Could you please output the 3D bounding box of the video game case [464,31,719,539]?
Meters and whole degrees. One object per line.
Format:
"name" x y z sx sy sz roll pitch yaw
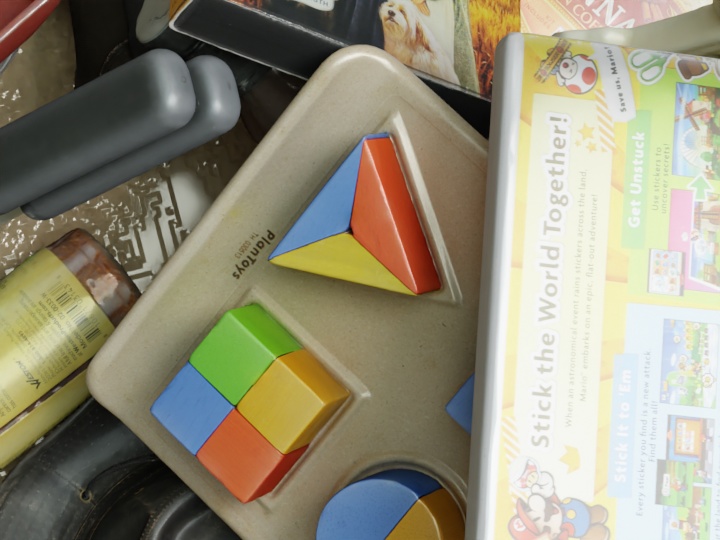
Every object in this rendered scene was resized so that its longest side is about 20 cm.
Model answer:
"video game case" 0.131 0.023 0.897 0.182 0.023 0.200 6 79 -12

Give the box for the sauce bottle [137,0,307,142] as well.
"sauce bottle" 0.000 -0.063 1.031 0.200 0.065 0.065 33 78 -27

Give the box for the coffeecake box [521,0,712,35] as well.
"coffeecake box" 0.139 -0.135 1.115 0.154 0.073 0.200 44 78 -3

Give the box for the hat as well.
"hat" -0.064 0.135 1.026 0.200 0.081 0.201 -1 96 -10

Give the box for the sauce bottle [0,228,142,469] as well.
"sauce bottle" -0.177 0.064 1.039 0.200 0.066 0.066 -37 91 -13

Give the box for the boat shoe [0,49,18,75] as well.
"boat shoe" -0.214 -0.051 1.043 0.200 0.069 0.072 -43 92 -12

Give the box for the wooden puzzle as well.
"wooden puzzle" 0.013 0.045 0.943 0.200 0.046 0.185 42 108 8

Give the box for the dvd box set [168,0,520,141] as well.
"dvd box set" -0.001 -0.158 1.013 0.146 0.029 0.200 20 52 -23

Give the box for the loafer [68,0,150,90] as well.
"loafer" -0.110 -0.145 1.069 0.071 0.073 0.200 -16 70 25

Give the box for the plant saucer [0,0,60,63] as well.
"plant saucer" -0.239 -0.096 1.018 0.200 0.037 0.200 -44 57 -11

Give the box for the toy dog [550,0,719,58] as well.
"toy dog" 0.160 0.004 1.009 0.194 0.140 0.200 15 74 -45

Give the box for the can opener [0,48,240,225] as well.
"can opener" -0.129 -0.028 0.999 0.053 0.200 0.067 0 67 -53
